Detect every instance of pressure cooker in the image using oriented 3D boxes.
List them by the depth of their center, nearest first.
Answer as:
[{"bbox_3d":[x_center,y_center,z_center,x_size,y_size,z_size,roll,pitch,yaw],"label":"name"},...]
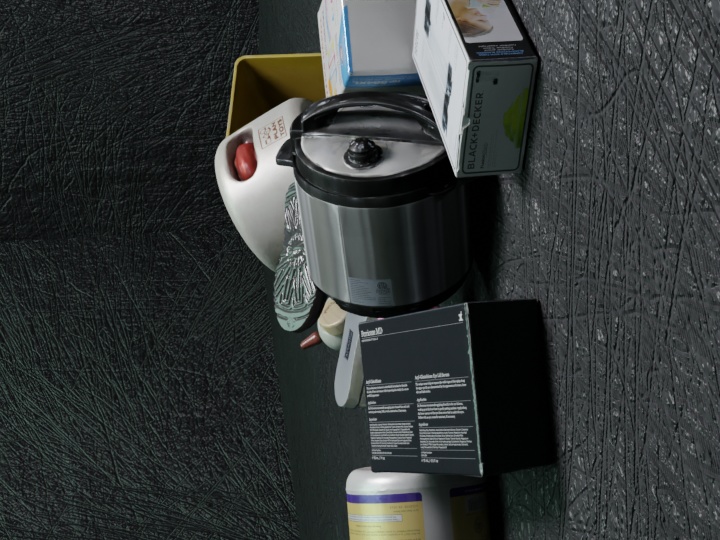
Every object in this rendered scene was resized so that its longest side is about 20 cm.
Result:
[{"bbox_3d":[0.025,-0.079,1.246,0.179,0.174,0.202,48,153,49],"label":"pressure cooker"}]

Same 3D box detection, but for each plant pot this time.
[{"bbox_3d":[-0.062,-0.156,1.742,0.177,0.197,0.203,69,-157,-62],"label":"plant pot"}]

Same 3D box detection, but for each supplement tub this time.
[{"bbox_3d":[0.062,0.296,1.294,0.145,0.143,0.203,144,122,-80],"label":"supplement tub"}]

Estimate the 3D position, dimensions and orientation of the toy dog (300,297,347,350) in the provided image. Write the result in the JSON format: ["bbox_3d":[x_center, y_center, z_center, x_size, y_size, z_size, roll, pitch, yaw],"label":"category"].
[{"bbox_3d":[-0.029,0.037,1.668,0.201,0.095,0.133,-68,-41,-60],"label":"toy dog"}]

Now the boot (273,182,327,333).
[{"bbox_3d":[0.000,-0.001,1.423,0.065,0.199,0.167,0,79,41],"label":"boot"}]

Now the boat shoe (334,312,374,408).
[{"bbox_3d":[0.022,0.072,1.541,0.072,0.065,0.203,-138,56,-64],"label":"boat shoe"}]

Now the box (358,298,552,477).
[{"bbox_3d":[0.078,0.105,1.148,0.199,0.078,0.143,-14,82,63],"label":"box"}]

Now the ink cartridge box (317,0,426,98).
[{"bbox_3d":[0.028,-0.236,1.349,0.200,0.123,0.131,133,132,-77],"label":"ink cartridge box"}]

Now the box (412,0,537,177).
[{"bbox_3d":[0.096,-0.186,1.139,0.201,0.059,0.118,-104,13,-50],"label":"box"}]

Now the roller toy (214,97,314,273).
[{"bbox_3d":[-0.071,-0.100,1.521,0.184,0.139,0.200,61,-164,-2],"label":"roller toy"}]

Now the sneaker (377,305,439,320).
[{"bbox_3d":[0.073,0.091,1.280,0.096,0.078,0.201,103,146,-54],"label":"sneaker"}]
